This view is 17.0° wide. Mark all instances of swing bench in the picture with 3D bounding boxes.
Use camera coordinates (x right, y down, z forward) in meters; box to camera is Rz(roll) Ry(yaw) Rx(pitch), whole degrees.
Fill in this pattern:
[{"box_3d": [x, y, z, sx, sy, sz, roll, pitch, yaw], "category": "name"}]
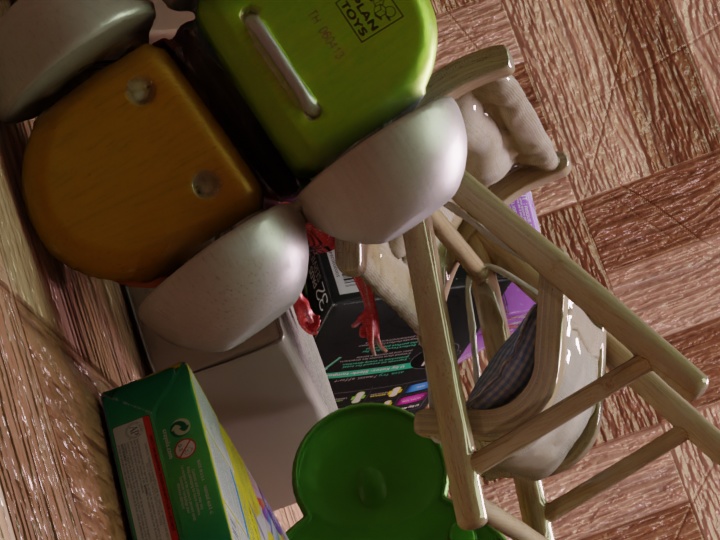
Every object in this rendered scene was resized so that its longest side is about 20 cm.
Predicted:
[{"box_3d": [0.077, 0.023, 1.185, 0.201, 0.129, 0.199, 61, 6, 19], "category": "swing bench"}]

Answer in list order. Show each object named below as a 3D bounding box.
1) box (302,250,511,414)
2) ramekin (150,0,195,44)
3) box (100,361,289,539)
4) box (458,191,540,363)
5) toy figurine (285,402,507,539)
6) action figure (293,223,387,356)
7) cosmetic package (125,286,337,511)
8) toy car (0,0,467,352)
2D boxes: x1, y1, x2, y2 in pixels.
[{"box_3d": [-0.008, -0.003, 1.517, 0.200, 0.124, 0.149, 120, -42, -58], "category": "box"}, {"box_3d": [-0.078, -0.151, 1.268, 0.201, 0.200, 0.098, -107, -176, -46], "category": "ramekin"}, {"box_3d": [-0.057, 0.144, 1.096, 0.200, 0.048, 0.118, 63, 7, -51], "category": "box"}, {"box_3d": [0.057, -0.016, 1.570, 0.200, 0.039, 0.138, 145, -65, -65], "category": "box"}, {"box_3d": [0.014, 0.200, 1.302, 0.184, 0.149, 0.201, 88, -8, -61], "category": "toy figurine"}, {"box_3d": [0.000, 0.000, 1.310, 0.200, 0.065, 0.100, 1, 81, -64], "category": "action figure"}, {"box_3d": [-0.065, 0.048, 1.312, 0.200, 0.073, 0.104, 65, 5, -61], "category": "cosmetic package"}, {"box_3d": [-0.057, -0.067, 1.078, 0.175, 0.200, 0.150, 55, -3, 5], "category": "toy car"}]
